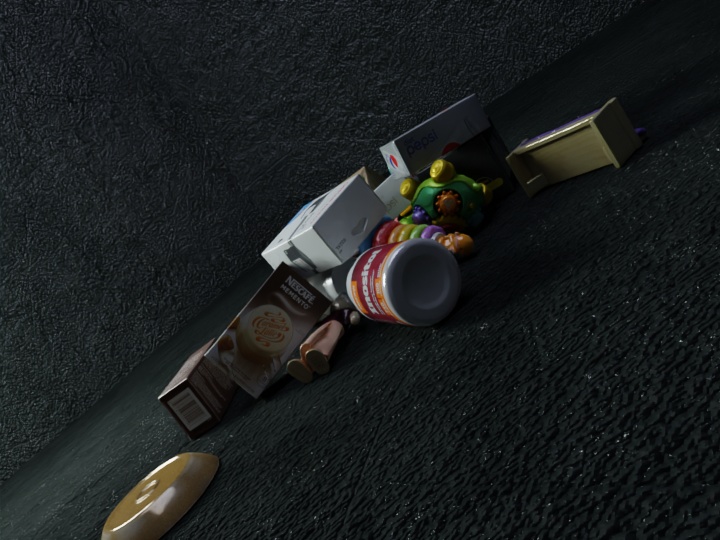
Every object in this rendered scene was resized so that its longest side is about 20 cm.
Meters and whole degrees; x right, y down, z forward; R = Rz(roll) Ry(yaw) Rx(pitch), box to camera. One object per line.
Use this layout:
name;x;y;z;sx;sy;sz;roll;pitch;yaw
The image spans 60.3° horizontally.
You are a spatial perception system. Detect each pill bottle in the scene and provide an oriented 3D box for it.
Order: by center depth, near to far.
pill bottle;0.050;0.018;0.876;0.113;0.114;0.200;-39;10;-17
pill bottle;-0.072;0.037;1.194;0.111;0.112;0.199;-43;12;-35

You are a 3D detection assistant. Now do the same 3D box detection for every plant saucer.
plant saucer;-0.288;0.320;0.866;0.199;0.036;0.200;-36;10;7

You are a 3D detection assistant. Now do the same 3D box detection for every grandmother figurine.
grandmother figurine;-0.047;0.096;1.009;0.120;0.061;0.200;-22;18;25

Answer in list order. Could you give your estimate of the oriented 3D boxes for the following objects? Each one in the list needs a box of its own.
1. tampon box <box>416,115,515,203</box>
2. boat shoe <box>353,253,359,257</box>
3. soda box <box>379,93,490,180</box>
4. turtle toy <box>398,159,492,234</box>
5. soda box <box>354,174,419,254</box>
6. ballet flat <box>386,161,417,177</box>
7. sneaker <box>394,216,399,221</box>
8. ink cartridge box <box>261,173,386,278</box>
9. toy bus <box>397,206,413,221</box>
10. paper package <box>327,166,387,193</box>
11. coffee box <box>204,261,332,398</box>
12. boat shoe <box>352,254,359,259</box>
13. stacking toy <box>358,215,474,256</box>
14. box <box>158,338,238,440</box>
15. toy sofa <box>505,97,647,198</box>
tampon box;0.221;-0.203;1.254;0.149;0.127;0.200;-29;12;25
boat shoe;-0.016;-0.036;1.440;0.199;0.073;0.072;-39;10;-16
soda box;0.136;-0.240;1.118;0.199;0.069;0.063;-33;11;-21
turtle toy;0.139;-0.103;1.112;0.199;0.144;0.103;-27;53;43
soda box;0.032;-0.115;1.223;0.200;0.068;0.064;-41;3;26
ballet flat;0.108;-0.199;1.305;0.069;0.068;0.200;-19;-14;10
sneaker;0.071;-0.047;1.273;0.087;0.074;0.200;-47;3;15
ink cartridge box;-0.067;-0.068;1.093;0.199;0.084;0.146;-20;27;55
toy bus;0.125;-0.111;1.287;0.065;0.079;0.200;-38;10;13
paper package;0.000;-0.130;1.487;0.199;0.105;0.190;-30;-29;28
coffee box;-0.154;0.098;1.049;0.201;0.114;0.080;-52;3;-9
boat shoe;0.000;0.000;1.245;0.065;0.072;0.200;-47;8;-28
stacking toy;0.105;-0.037;1.023;0.198;0.117;0.110;-8;30;46
box;-0.293;0.216;1.163;0.074;0.101;0.200;-33;10;11
toy sofa;0.333;-0.193;0.967;0.097;0.083;0.199;-42;11;-25
